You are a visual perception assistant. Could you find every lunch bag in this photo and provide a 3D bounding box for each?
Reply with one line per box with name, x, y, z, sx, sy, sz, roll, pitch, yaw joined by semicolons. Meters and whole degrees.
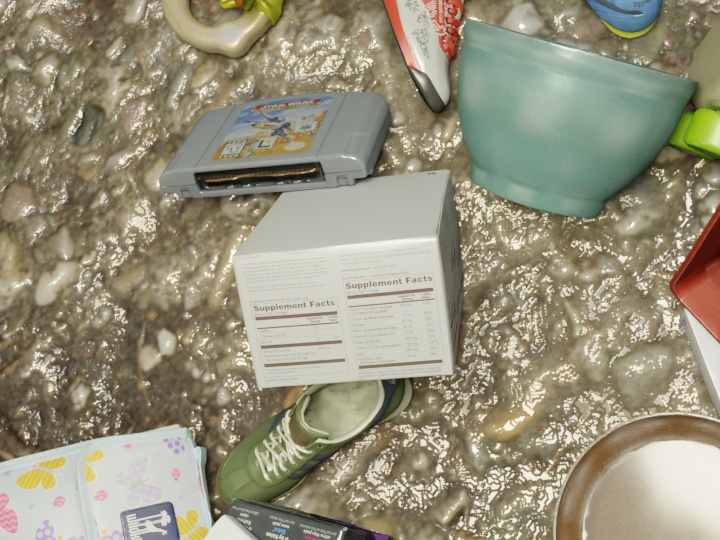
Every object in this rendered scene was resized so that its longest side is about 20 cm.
lunch bag;-0.225;0.233;0.844;0.200;0.127;0.170;-12;74;1

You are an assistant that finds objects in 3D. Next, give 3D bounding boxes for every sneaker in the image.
sneaker;-0.050;0.137;0.850;0.200;0.090;0.067;-33;71;2
sneaker;0.080;-0.257;0.947;0.108;0.067;0.202;-21;69;8
sneaker;0.211;-0.308;0.929;0.066;0.078;0.200;-39;69;1

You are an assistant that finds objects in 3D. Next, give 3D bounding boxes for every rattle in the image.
rattle;-0.181;-0.311;0.984;0.200;0.143;0.130;42;105;13

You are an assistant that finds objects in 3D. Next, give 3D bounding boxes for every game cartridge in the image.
game cartridge;-0.076;-0.120;0.919;0.200;0.042;0.133;-3;40;17

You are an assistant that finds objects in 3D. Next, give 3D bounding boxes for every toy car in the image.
toy car;0.385;-0.147;0.818;0.200;0.158;0.164;22;100;0

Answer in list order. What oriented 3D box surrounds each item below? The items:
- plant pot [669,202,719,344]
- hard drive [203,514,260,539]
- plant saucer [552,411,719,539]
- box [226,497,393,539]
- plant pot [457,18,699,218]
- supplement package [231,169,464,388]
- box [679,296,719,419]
plant pot;0.379;0.000;0.717;0.176;0.200;0.200;-36;71;-10
hard drive;-0.066;0.292;0.705;0.200;0.025;0.132;35;87;27
plant saucer;0.254;0.214;0.778;0.200;0.032;0.201;-5;78;24
box;-0.061;0.296;0.785;0.106;0.122;0.200;8;75;23
plant pot;0.167;-0.125;0.840;0.200;0.200;0.134;21;107;17
supplement package;0.000;0.000;0.808;0.155;0.200;0.111;-5;108;10
box;0.367;0.104;0.800;0.144;0.036;0.200;-18;73;7
